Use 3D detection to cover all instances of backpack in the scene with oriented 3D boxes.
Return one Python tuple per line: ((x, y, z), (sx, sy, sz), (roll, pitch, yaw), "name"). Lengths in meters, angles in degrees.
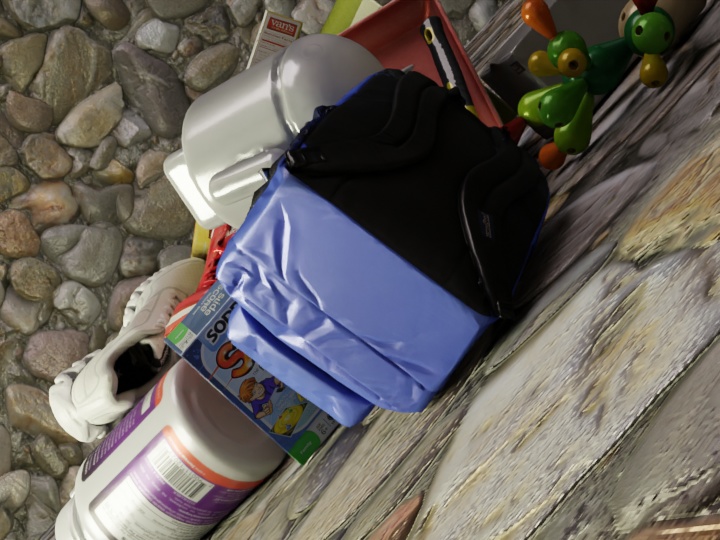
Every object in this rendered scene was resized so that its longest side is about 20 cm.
((0.012, -0.022, 0.943), (0.168, 0.162, 0.200), (-47, 5, 37), "backpack")

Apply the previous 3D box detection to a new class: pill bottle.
((-0.155, 0.163, 1.215), (0.200, 0.111, 0.112), (-44, 6, 31), "pill bottle")

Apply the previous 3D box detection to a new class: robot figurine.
((-0.051, -0.101, 1.139), (0.199, 0.113, 0.170), (-24, 21, 33), "robot figurine")

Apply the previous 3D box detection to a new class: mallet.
((0.073, -0.102, 1.122), (0.066, 0.041, 0.201), (-53, 43, 30), "mallet")

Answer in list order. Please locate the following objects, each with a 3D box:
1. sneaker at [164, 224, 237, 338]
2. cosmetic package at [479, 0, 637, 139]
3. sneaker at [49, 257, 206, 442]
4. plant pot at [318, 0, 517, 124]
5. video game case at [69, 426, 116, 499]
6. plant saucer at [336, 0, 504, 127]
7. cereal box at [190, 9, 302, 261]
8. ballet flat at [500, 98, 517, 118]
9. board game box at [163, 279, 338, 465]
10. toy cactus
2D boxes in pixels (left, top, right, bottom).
((-0.105, 0.001, 1.181), (0.200, 0.077, 0.117), (137, 140, -77), "sneaker")
((0.195, -0.208, 1.239), (0.201, 0.090, 0.107), (-51, 5, -6), "cosmetic package")
((-0.166, 0.057, 1.262), (0.081, 0.075, 0.200), (-29, 18, 47), "sneaker")
((0.004, -0.113, 1.347), (0.201, 0.186, 0.187), (-53, 4, 7), "plant pot")
((-0.173, 0.112, 1.384), (0.182, 0.023, 0.200), (-47, 6, 11), "video game case")
((0.013, -0.092, 1.211), (0.199, 0.201, 0.037), (-30, -22, 11), "plant saucer")
((-0.100, -0.106, 1.346), (0.144, 0.039, 0.202), (115, 172, -69), "cereal box")
((0.100, -0.108, 1.473), (0.201, 0.067, 0.047), (-59, -20, -50), "ballet flat")
((-0.022, 0.017, 1.070), (0.200, 0.135, 0.034), (-50, 33, -7), "board game box")
((0.173, -0.158, 1.085), (0.165, 0.102, 0.200), (-39, -7, -23), "toy cactus")
